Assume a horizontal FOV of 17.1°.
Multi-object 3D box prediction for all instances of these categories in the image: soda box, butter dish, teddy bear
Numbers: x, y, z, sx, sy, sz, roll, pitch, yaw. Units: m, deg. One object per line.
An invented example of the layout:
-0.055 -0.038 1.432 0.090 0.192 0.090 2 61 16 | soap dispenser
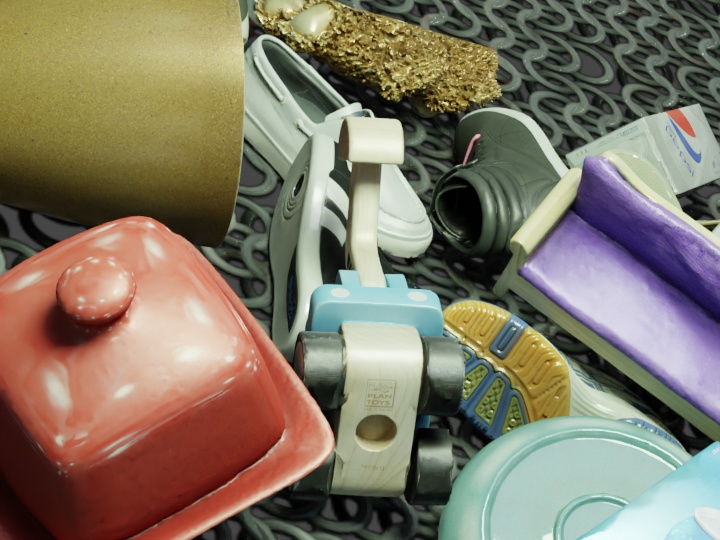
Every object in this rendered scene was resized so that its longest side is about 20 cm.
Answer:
0.220 -0.080 1.804 0.064 0.068 0.200 65 21 3 | soda box
-0.142 0.048 1.344 0.199 0.148 0.200 -27 58 -19 | butter dish
0.010 -0.162 1.817 0.145 0.067 0.200 23 8 41 | teddy bear
0.154 0.186 1.397 0.200 0.064 0.068 -31 67 -27 | soda box

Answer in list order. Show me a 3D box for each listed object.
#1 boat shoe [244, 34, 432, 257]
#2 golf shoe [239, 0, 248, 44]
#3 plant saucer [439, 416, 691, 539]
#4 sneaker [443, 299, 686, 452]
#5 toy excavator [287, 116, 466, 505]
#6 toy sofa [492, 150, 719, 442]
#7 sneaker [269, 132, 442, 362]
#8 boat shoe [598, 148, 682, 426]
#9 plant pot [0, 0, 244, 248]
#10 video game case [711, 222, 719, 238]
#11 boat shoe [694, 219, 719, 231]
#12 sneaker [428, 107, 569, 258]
-0.017 -0.093 1.719 0.072 0.069 0.200 -15 54 -46 | boat shoe
-0.169 -0.205 1.757 0.200 0.077 0.088 -4 59 -32 | golf shoe
0.149 0.171 1.470 0.200 0.027 0.200 5 55 -8 | plant saucer
0.129 0.088 1.596 0.200 0.075 0.088 38 12 -5 | sneaker
0.002 0.024 1.491 0.100 0.195 0.200 2 27 -9 | toy excavator
0.194 0.021 1.554 0.200 0.098 0.083 37 57 7 | toy sofa
0.000 0.000 1.620 0.112 0.073 0.200 20 43 -18 | sneaker
0.194 0.010 1.659 0.072 0.068 0.200 -3 64 -24 | boat shoe
-0.189 -0.108 1.547 0.200 0.187 0.187 0 42 -15 | plant pot
0.328 0.017 1.668 0.182 0.022 0.200 42 48 5 | video game case
0.212 -0.009 1.776 0.200 0.063 0.073 1 44 -31 | boat shoe
0.088 -0.068 1.745 0.099 0.071 0.200 2 27 -25 | sneaker
